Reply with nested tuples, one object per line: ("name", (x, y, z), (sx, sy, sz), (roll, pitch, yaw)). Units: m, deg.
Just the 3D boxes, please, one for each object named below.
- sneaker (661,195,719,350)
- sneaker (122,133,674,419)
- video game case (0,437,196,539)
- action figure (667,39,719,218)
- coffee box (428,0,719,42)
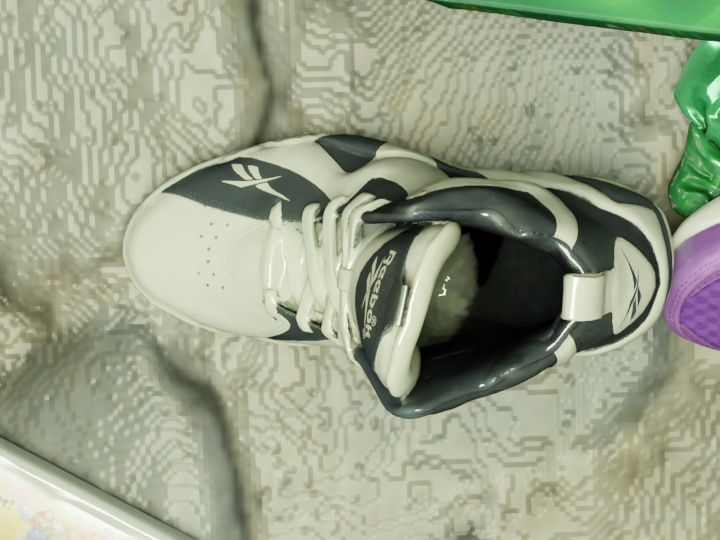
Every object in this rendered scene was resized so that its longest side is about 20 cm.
("sneaker", (0.203, 0.027, 0.850), (0.200, 0.089, 0.081), (11, 138, -3))
("sneaker", (0.000, 0.000, 0.814), (0.199, 0.130, 0.080), (10, 99, 13))
("video game case", (-0.186, 0.137, 0.893), (0.200, 0.024, 0.182), (28, 95, -4))
("action figure", (0.180, -0.096, 0.862), (0.118, 0.055, 0.200), (42, 96, -7))
("coffee box", (0.124, -0.140, 0.827), (0.200, 0.044, 0.123), (7, 93, 18))
